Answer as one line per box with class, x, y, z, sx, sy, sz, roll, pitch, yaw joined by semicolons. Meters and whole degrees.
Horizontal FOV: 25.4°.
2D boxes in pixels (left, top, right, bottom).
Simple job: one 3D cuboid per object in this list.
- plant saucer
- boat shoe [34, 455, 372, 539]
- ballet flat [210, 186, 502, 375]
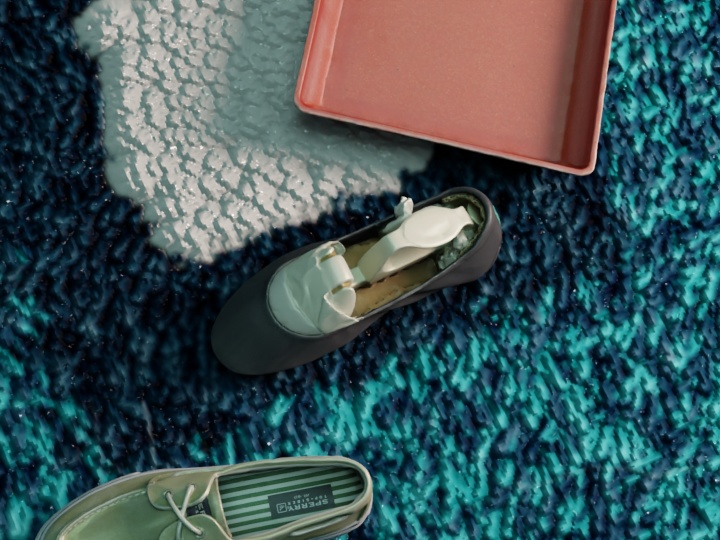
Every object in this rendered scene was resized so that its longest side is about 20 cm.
plant saucer;0.068;-0.164;1.070;0.199;0.037;0.200;12;67;-3
boat shoe;-0.088;0.137;0.909;0.199;0.062;0.072;-13;71;-13
ballet flat;0.000;0.000;0.975;0.200;0.073;0.073;-23;73;-17
